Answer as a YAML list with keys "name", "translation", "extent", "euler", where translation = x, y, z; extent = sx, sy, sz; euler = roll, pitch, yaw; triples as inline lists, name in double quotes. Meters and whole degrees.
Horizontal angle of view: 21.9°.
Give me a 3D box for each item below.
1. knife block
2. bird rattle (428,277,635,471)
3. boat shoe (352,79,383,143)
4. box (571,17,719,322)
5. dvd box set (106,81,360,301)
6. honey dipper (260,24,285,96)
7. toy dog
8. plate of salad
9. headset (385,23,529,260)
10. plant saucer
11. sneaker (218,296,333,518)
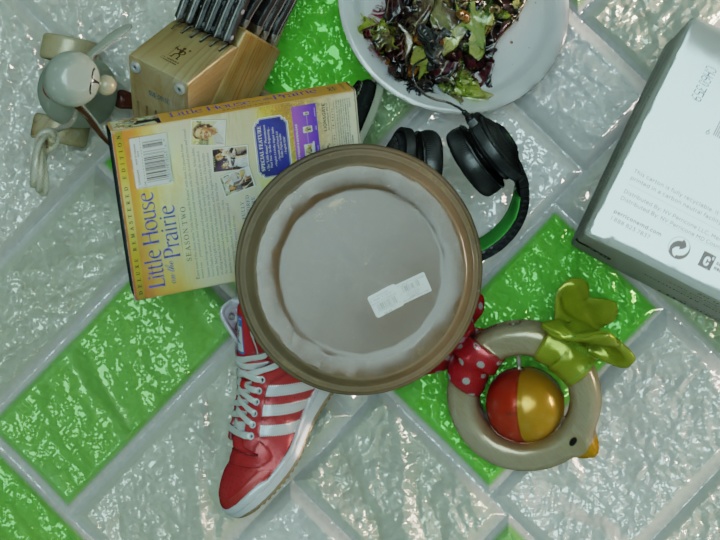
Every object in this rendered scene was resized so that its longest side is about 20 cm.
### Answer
- name: "knife block"
  translation: [-0.112, -0.171, 1.544]
  extent: [0.064, 0.201, 0.175]
  euler: [28, 49, 24]
- name: "bird rattle"
  translation: [0.127, 0.089, 1.535]
  extent: [0.199, 0.113, 0.164]
  euler: [-7, 103, 4]
- name: "boat shoe"
  translation: [-0.052, -0.082, 1.558]
  extent: [0.066, 0.075, 0.200]
  euler: [30, 97, -9]
- name: "box"
  translation: [0.305, -0.069, 1.519]
  extent: [0.198, 0.131, 0.201]
  euler: [26, 88, 3]
- name: "dvd box set"
  translation: [-0.095, -0.063, 1.488]
  extent: [0.199, 0.029, 0.147]
  euler: [-12, 114, -12]
- name: "honey dipper"
  translation: [-0.071, -0.207, 1.585]
  extent: [0.038, 0.038, 0.201]
  euler: [22, 86, 3]
- name: "toy dog"
  translation: [-0.216, -0.143, 1.523]
  extent: [0.096, 0.200, 0.133]
  euler: [6, 112, -12]
- name: "plate of salad"
  translation: [0.081, -0.230, 1.562]
  extent: [0.199, 0.048, 0.201]
  euler: [2, 78, -8]
- name: "headset"
  translation: [0.071, -0.099, 1.533]
  extent: [0.123, 0.094, 0.201]
  euler: [-12, 125, -1]
- name: "plant saucer"
  translation: [0.000, 0.000, 1.471]
  extent: [0.199, 0.029, 0.202]
  euler: [0, 93, -5]
- name: "sneaker"
  translation: [-0.086, 0.096, 1.529]
  extent: [0.112, 0.071, 0.201]
  euler: [35, 80, -31]
